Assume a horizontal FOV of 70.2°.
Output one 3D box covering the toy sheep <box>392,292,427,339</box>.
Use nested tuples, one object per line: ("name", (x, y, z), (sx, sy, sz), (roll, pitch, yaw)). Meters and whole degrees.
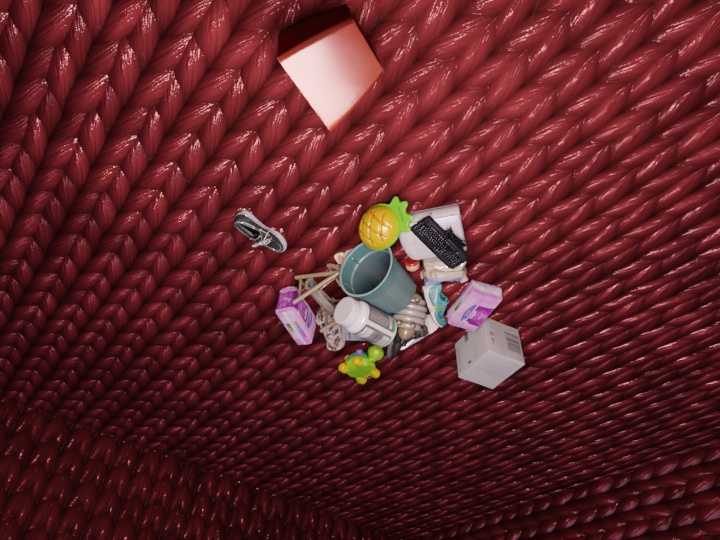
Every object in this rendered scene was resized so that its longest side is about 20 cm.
("toy sheep", (0.173, 0.144, 1.788), (0.138, 0.201, 0.138), (15, 171, 2))

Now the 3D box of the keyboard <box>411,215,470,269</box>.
("keyboard", (0.249, -0.083, 1.543), (0.200, 0.040, 0.104), (40, 121, -20))

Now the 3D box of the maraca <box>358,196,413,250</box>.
("maraca", (0.073, -0.140, 1.547), (0.200, 0.137, 0.107), (-28, 171, 37))

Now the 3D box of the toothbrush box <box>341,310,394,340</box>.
("toothbrush box", (0.030, 0.188, 1.910), (0.199, 0.085, 0.147), (3, 136, 4))

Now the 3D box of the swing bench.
("swing bench", (-0.099, 0.089, 1.776), (0.200, 0.130, 0.199), (-21, 132, 17))

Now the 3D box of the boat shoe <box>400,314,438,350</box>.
("boat shoe", (0.215, 0.235, 1.934), (0.200, 0.072, 0.069), (-40, 171, -3))

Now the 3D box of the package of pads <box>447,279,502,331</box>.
("package of pads", (0.405, 0.125, 1.824), (0.120, 0.076, 0.200), (17, 134, -11))

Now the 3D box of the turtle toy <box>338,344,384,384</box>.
("turtle toy", (0.014, 0.372, 2.085), (0.200, 0.101, 0.146), (-32, 125, 30))

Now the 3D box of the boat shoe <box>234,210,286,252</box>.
("boat shoe", (-0.321, -0.111, 1.646), (0.073, 0.068, 0.199), (-26, 128, 27))

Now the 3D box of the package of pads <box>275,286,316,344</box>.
("package of pads", (-0.231, 0.166, 1.871), (0.075, 0.121, 0.200), (-12, 133, 15))

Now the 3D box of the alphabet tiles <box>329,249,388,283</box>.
("alphabet tiles", (0.000, 0.000, 1.772), (0.199, 0.015, 0.196), (-14, 132, 18))

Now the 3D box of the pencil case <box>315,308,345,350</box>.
("pencil case", (-0.113, 0.227, 1.962), (0.089, 0.078, 0.200), (-24, 135, -10))

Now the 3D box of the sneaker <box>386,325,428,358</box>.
("sneaker", (0.173, 0.240, 1.857), (0.114, 0.200, 0.076), (23, 163, 24))

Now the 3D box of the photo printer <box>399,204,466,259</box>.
("photo printer", (0.221, -0.115, 1.598), (0.199, 0.070, 0.167), (-10, 131, 15))

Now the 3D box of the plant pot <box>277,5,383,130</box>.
("plant pot", (-0.060, -0.481, 1.177), (0.176, 0.200, 0.200), (-29, 127, 15))

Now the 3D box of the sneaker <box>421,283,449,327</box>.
("sneaker", (0.281, 0.126, 1.835), (0.079, 0.078, 0.200), (-19, 127, 7))

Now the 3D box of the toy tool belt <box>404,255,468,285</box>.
("toy tool belt", (0.251, 0.005, 1.681), (0.199, 0.125, 0.123), (-8, 128, 8))

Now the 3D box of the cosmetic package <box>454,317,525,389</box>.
("cosmetic package", (0.486, 0.315, 1.946), (0.165, 0.165, 0.200), (22, 132, -16))

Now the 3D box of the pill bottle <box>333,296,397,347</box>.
("pill bottle", (0.017, 0.168, 1.693), (0.200, 0.113, 0.113), (32, 130, -34))

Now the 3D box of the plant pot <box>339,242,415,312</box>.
("plant pot", (0.069, 0.035, 1.664), (0.200, 0.201, 0.196), (-24, 140, 26))
